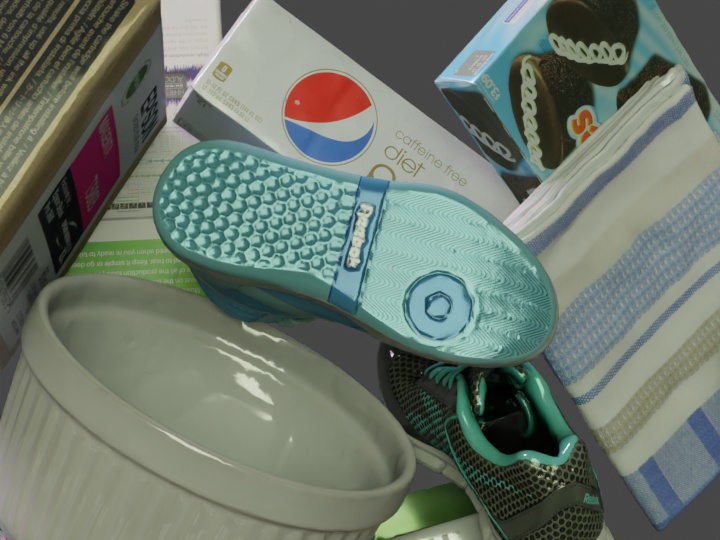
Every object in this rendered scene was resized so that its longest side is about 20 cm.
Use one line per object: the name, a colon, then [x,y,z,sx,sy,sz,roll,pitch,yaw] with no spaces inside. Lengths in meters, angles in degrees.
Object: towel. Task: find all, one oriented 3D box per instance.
towel: [0.156,0.016,1.074,0.147,0.024,0.200,-42,118,-19]

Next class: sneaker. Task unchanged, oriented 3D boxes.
sneaker: [0.066,0.069,1.045,0.077,0.092,0.200,-22,39,-17]
sneaker: [0.000,0.000,1.037,0.199,0.131,0.080,22,79,5]

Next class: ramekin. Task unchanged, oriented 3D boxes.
ramekin: [-0.083,0.095,1.012,0.199,0.200,0.105,27,105,3]

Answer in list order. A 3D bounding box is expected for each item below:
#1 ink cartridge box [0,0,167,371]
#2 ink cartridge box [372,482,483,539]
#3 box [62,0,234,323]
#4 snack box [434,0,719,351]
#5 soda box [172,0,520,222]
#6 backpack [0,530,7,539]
ink cartridge box: [-0.164,-0.053,1.004,0.075,0.200,0.165,32,78,4]
ink cartridge box: [0.067,0.171,1.071,0.103,0.059,0.201,-15,78,-7]
box: [-0.142,-0.064,1.129,0.143,0.036,0.201,-2,75,-5]
snack box: [0.133,-0.061,1.085,0.116,0.037,0.200,-49,120,-20]
soda box: [0.003,-0.053,1.102,0.200,0.064,0.068,37,72,-6]
backpack: [-0.216,0.179,1.016,0.199,0.127,0.168,20,79,4]
